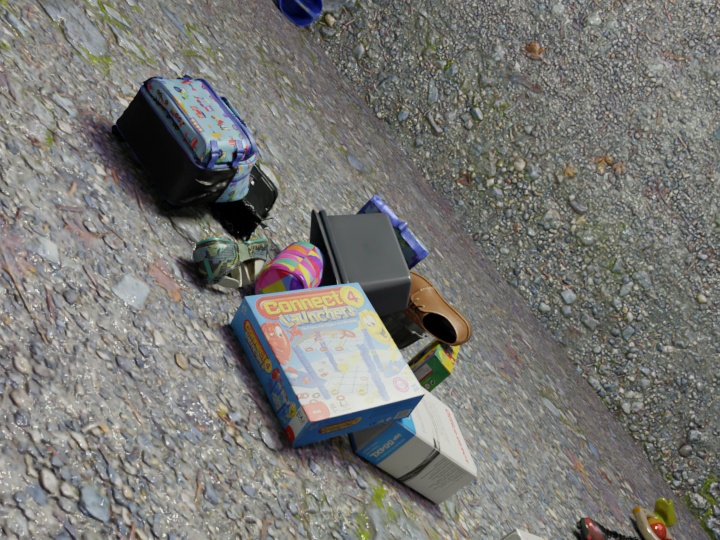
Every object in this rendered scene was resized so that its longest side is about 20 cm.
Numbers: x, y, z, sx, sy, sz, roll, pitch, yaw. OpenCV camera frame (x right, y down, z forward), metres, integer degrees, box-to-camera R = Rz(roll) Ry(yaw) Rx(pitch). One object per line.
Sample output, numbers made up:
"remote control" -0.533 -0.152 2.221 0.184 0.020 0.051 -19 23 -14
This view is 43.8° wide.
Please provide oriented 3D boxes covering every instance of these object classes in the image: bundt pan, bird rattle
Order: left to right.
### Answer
"bundt pan" 0.034 0.066 1.649 0.202 0.076 0.202 46 15 -15
"bird rattle" 0.780 0.698 2.345 0.161 0.113 0.202 28 37 -28

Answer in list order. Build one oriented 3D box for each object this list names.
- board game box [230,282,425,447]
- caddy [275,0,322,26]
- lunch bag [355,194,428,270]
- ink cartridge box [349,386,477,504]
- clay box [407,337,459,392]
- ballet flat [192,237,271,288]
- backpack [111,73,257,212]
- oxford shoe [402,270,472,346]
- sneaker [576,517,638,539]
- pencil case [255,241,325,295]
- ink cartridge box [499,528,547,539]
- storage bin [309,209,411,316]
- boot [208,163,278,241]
"board game box" -0.043 0.117 1.183 0.198 0.056 0.197 -7 53 -40
"caddy" -0.231 -1.010 3.367 0.199 0.141 0.105 31 18 -50
"lunch bag" 0.044 -0.054 1.749 0.151 0.094 0.200 50 -25 1
"ink cartridge box" 0.068 0.235 1.325 0.199 0.084 0.147 40 18 -34
"clay box" 0.112 0.170 1.552 0.048 0.115 0.200 47 14 -1
"ballet flat" -0.177 -0.009 1.265 0.075 0.074 0.200 52 17 10
"backpack" -0.229 -0.189 1.309 0.184 0.135 0.199 53 30 16
"oxford shoe" 0.101 0.058 1.532 0.199 0.072 0.071 35 19 17
"sneaker" 0.530 0.571 1.844 0.201 0.098 0.071 47 17 -7
"pencil case" -0.103 0.014 1.360 0.089 0.088 0.200 47 14 -7
"ink cartridge box" 0.276 0.482 1.333 0.199 0.084 0.146 33 22 -48
"storage bin" 0.000 0.000 1.499 0.147 0.132 0.202 97 -19 -48
"boot" -0.217 -0.146 1.455 0.198 0.073 0.163 46 21 -10
